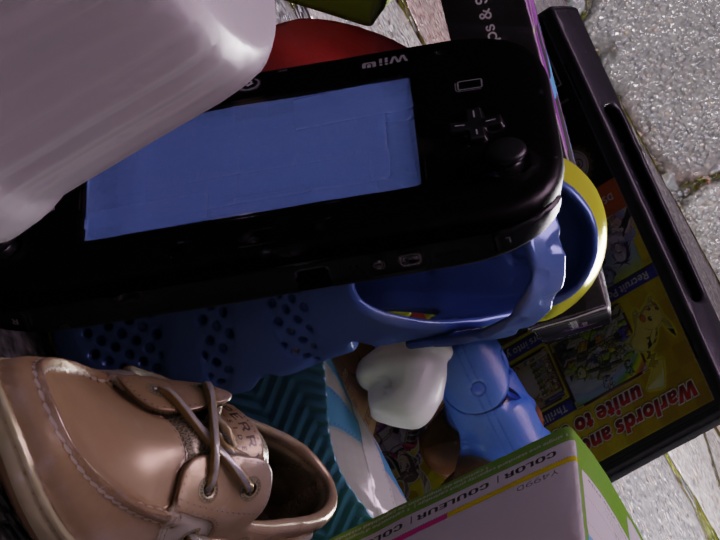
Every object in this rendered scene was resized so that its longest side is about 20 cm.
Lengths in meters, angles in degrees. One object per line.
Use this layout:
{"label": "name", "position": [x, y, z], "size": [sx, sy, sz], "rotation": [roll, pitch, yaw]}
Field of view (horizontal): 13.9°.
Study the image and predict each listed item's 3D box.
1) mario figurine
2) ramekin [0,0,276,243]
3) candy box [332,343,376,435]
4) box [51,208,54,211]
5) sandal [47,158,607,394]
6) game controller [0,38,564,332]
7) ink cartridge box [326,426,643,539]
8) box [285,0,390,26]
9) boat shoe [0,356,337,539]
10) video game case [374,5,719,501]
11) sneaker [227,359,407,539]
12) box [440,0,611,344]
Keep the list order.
{"label": "mario figurine", "position": [0.000, 0.000, 1.130], "size": [0.123, 0.106, 0.201], "rotation": [-2, -63, 52]}
{"label": "ramekin", "position": [-0.103, -0.118, 0.829], "size": [0.201, 0.097, 0.201], "rotation": [60, 13, -23]}
{"label": "candy box", "position": [-0.058, -0.022, 1.182], "size": [0.201, 0.055, 0.116], "rotation": [62, 13, -13]}
{"label": "box", "position": [-0.171, -0.100, 0.856], "size": [0.201, 0.049, 0.161], "rotation": [65, 13, 5]}
{"label": "sandal", "position": [-0.009, -0.002, 0.997], "size": [0.087, 0.199, 0.080], "rotation": [-143, -141, -83]}
{"label": "game controller", "position": [-0.034, -0.030, 0.956], "size": [0.042, 0.199, 0.105], "rotation": [78, 4, -45]}
{"label": "ink cartridge box", "position": [0.026, 0.151, 0.945], "size": [0.076, 0.147, 0.200], "rotation": [59, 12, -19]}
{"label": "box", "position": [-0.078, -0.152, 1.163], "size": [0.122, 0.199, 0.048], "rotation": [-63, 170, -77]}
{"label": "boat shoe", "position": [-0.063, 0.061, 0.950], "size": [0.072, 0.065, 0.200], "rotation": [69, 12, 22]}
{"label": "video game case", "position": [0.049, 0.017, 1.241], "size": [0.025, 0.200, 0.182], "rotation": [-6, 68, -53]}
{"label": "sneaker", "position": [-0.036, 0.059, 1.088], "size": [0.081, 0.076, 0.201], "rotation": [-113, 179, -70]}
{"label": "box", "position": [0.057, -0.074, 1.126], "size": [0.143, 0.036, 0.201], "rotation": [24, 53, -84]}
